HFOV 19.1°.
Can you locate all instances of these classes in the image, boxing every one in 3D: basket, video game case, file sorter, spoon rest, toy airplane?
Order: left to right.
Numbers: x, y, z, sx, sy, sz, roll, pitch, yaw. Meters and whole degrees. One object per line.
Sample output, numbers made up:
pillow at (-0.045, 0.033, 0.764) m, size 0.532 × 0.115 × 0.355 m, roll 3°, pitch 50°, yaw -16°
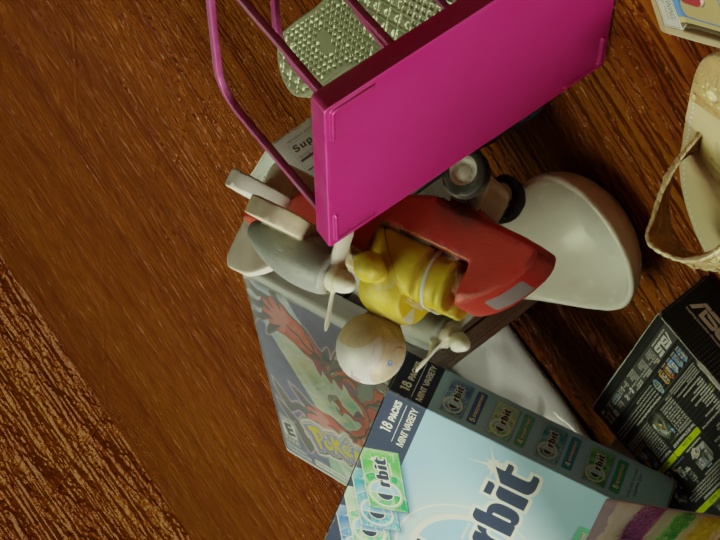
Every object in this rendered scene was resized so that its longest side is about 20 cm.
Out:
video game case at (0.000, 0.097, 1.539) m, size 0.199 × 0.023 × 0.183 m, roll 28°, pitch 141°, yaw 41°
toy airplane at (0.000, 0.000, 1.344) m, size 0.199 × 0.198 × 0.143 m, roll 158°, pitch 121°, yaw -69°
file sorter at (0.026, -0.142, 1.170) m, size 0.126 × 0.199 × 0.139 m, roll 50°, pitch 162°, yaw 22°
basket at (0.070, 0.119, 1.644) m, size 0.201 × 0.135 × 0.123 m, roll 53°, pitch 165°, yaw 5°
spoon rest at (0.122, -0.013, 1.386) m, size 0.100 × 0.060 × 0.200 m, roll 56°, pitch 164°, yaw -5°

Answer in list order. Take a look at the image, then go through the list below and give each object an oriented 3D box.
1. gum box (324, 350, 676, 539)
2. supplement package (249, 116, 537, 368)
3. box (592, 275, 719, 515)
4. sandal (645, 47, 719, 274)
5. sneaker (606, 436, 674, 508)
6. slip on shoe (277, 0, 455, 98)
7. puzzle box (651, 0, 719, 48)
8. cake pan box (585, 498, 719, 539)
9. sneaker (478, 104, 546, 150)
gum box at (0.091, 0.163, 1.448) m, size 0.199 × 0.045 × 0.171 m, roll 25°, pitch 135°, yaw 4°
supplement package at (0.024, -0.025, 1.530) m, size 0.201 × 0.113 × 0.110 m, roll 54°, pitch 161°, yaw 3°
box at (0.231, 0.107, 1.350) m, size 0.161 × 0.044 × 0.200 m, roll 50°, pitch 163°, yaw 12°
sandal at (0.182, -0.039, 1.161) m, size 0.078 × 0.069 × 0.212 m, roll 45°, pitch 160°, yaw 27°
sneaker at (0.213, 0.206, 1.532) m, size 0.083 × 0.080 × 0.201 m, roll 31°, pitch 151°, yaw 40°
slip on shoe at (0.015, -0.161, 1.404) m, size 0.200 × 0.061 × 0.075 m, roll -19°, pitch 86°, yaw 59°
puzzle box at (0.162, -0.190, 1.009) m, size 0.133 × 0.025 × 0.201 m, roll 27°, pitch 147°, yaw 55°
cake pan box at (0.174, 0.232, 1.194) m, size 0.183 × 0.201 × 0.052 m, roll 3°, pitch 147°, yaw 51°
sneaker at (0.045, -0.102, 1.390) m, size 0.076 × 0.078 × 0.200 m, roll 56°, pitch 163°, yaw -3°
